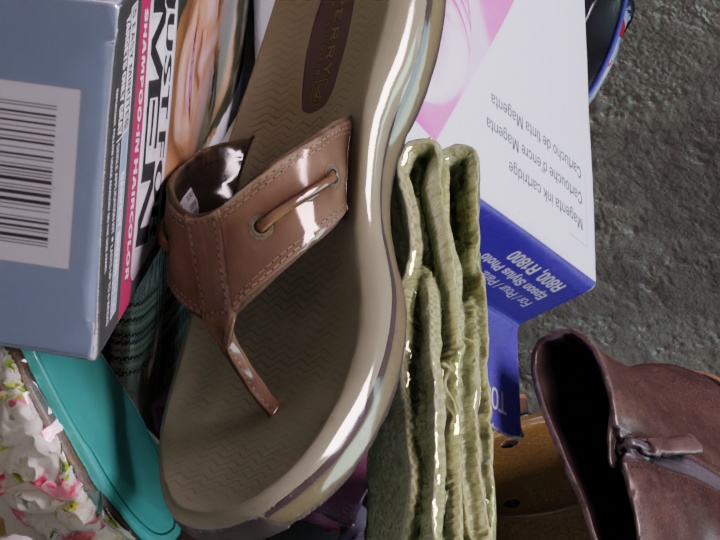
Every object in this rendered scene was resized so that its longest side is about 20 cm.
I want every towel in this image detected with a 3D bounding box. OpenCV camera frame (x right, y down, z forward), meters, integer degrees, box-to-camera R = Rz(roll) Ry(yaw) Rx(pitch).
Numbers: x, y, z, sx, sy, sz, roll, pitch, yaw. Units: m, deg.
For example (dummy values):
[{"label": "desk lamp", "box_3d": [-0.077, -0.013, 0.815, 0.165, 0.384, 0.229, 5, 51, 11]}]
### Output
[{"label": "towel", "box_3d": [0.019, 0.066, 0.844, 0.200, 0.036, 0.149, 90, 0, -59]}, {"label": "towel", "box_3d": [-0.083, 0.015, 1.029, 0.193, 0.034, 0.201, -68, 163, -79]}]

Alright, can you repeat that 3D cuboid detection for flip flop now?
[{"label": "flip flop", "box_3d": [-0.024, -0.021, 0.772, 0.057, 0.081, 0.201, 30, 63, -41]}]

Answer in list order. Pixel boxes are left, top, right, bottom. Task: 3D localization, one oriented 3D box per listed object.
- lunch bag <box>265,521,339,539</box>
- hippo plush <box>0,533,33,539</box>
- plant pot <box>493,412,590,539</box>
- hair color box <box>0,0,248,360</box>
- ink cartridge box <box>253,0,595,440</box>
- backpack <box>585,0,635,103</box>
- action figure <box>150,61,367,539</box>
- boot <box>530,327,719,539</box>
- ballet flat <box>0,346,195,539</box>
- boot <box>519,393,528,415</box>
[{"label": "lunch bag", "box_3d": [-0.034, 0.158, 1.224, 0.200, 0.121, 0.171, 64, 34, -83]}, {"label": "hippo plush", "box_3d": [-0.048, 0.157, 0.724, 0.200, 0.160, 0.160, 52, 47, -68]}, {"label": "plant pot", "box_3d": [0.096, 0.165, 1.156, 0.187, 0.186, 0.201, -69, 148, -66]}, {"label": "hair color box", "box_3d": [-0.077, -0.062, 0.793, 0.200, 0.060, 0.099, -70, 168, -66]}, {"label": "ink cartridge box", "box_3d": [0.026, -0.062, 0.957, 0.196, 0.043, 0.201, 30, 53, -57]}, {"label": "backpack", "box_3d": [0.037, -0.131, 1.304, 0.154, 0.199, 0.191, 113, -5, -53]}, {"label": "action figure", "box_3d": [0.000, 0.000, 1.003, 0.134, 0.148, 0.201, 70, 39, -69]}, {"label": "boot", "box_3d": [0.125, 0.125, 1.015, 0.166, 0.072, 0.201, 23, 46, -57]}, {"label": "ballet flat", "box_3d": [-0.074, 0.082, 0.825, 0.200, 0.064, 0.076, 53, 14, -28]}, {"label": "boot", "box_3d": [-0.012, 0.027, 1.122, 0.073, 0.200, 0.076, -1, 95, -41]}]
